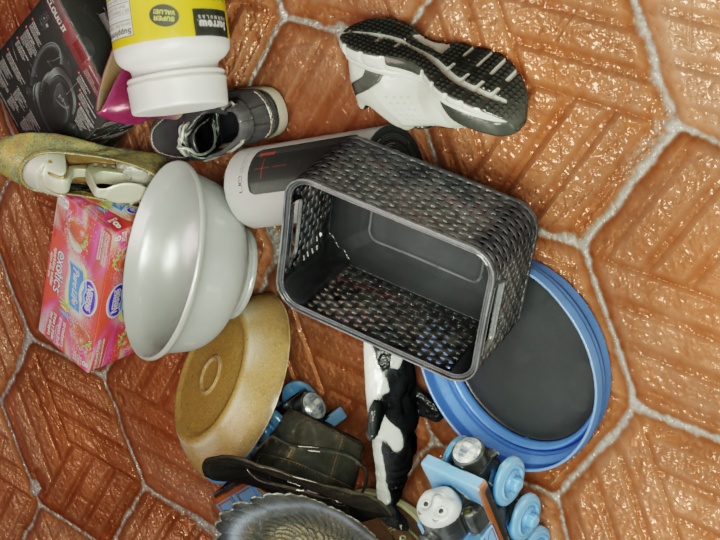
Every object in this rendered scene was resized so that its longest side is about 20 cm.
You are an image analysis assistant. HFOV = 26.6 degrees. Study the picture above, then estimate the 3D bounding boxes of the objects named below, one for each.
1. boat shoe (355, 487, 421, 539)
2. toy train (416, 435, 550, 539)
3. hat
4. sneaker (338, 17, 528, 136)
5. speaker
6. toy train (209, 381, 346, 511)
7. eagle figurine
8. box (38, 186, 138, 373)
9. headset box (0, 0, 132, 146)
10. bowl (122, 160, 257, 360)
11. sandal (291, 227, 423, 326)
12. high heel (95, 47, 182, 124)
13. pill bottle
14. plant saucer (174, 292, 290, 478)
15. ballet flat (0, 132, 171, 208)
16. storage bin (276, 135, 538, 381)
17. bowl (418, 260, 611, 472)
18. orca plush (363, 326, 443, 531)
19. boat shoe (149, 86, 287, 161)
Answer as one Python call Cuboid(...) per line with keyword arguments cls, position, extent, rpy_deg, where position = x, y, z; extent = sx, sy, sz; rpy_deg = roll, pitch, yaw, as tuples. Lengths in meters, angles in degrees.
Cuboid(cls="boat shoe", position=(0.045, 0.287, 1.524), extent=(0.201, 0.075, 0.075), rpy_deg=(28, 125, 33))
Cuboid(cls="toy train", position=(0.107, 0.240, 1.387), extent=(0.086, 0.114, 0.201), rpy_deg=(18, 146, 37))
Cuboid(cls="hat", position=(-0.053, 0.177, 1.446), extent=(0.199, 0.200, 0.082), rpy_deg=(-1, 68, 44))
Cuboid(cls="sneaker", position=(0.067, -0.155, 1.324), extent=(0.199, 0.073, 0.081), rpy_deg=(30, 141, 37))
Cuboid(cls="speaker", position=(-0.038, -0.086, 1.437), extent=(0.199, 0.081, 0.082), rpy_deg=(-3, 106, 45))
Cuboid(cls="toy train", position=(-0.087, 0.198, 1.600), extent=(0.200, 0.087, 0.115), rpy_deg=(-36, 90, 42))
Cuboid(cls="eagle figurine", position=(-0.033, 0.276, 1.441), extent=(0.200, 0.151, 0.152), rpy_deg=(43, 124, 13))
Cuboid(cls="box", position=(-0.283, 0.000, 1.696), extent=(0.095, 0.099, 0.201), rpy_deg=(37, 129, 27))
Cuboid(cls="headset box", position=(-0.305, -0.210, 1.641), extent=(0.200, 0.077, 0.150), rpy_deg=(-35, 83, 45))
Cuboid(cls="bowl", position=(-0.164, -0.004, 1.542), extent=(0.201, 0.090, 0.203), rpy_deg=(-26, 59, 55))
Cuboid(cls="sandal", position=(0.000, 0.000, 1.440), extent=(0.055, 0.082, 0.200), rpy_deg=(-57, 39, -1))
Cuboid(cls="high heel", position=(-0.241, -0.243, 1.531), extent=(0.067, 0.095, 0.202), rpy_deg=(-17, 81, 47))
Cuboid(cls="pill bottle", position=(-0.185, -0.254, 1.455), extent=(0.114, 0.114, 0.202), rpy_deg=(-6, 92, 45))
Cuboid(cls="plant saucer", position=(-0.141, 0.112, 1.567), extent=(0.200, 0.035, 0.202), rpy_deg=(-39, 38, 40))
Cuboid(cls="ballet flat", position=(-0.291, -0.101, 1.599), extent=(0.071, 0.198, 0.071), rpy_deg=(-173, 90, -77))
Cuboid(cls="storage bin", position=(0.038, -0.012, 1.297), extent=(0.199, 0.094, 0.136), rpy_deg=(24, 129, 21))
Cuboid(cls="bowl", position=(0.138, 0.080, 1.369), extent=(0.199, 0.039, 0.203), rpy_deg=(20, 121, 37))
Cuboid(cls="orca plush", position=(0.045, 0.151, 1.468), extent=(0.070, 0.105, 0.202), rpy_deg=(-2, 94, 7))
Cuboid(cls="boat shoe", position=(-0.160, -0.146, 1.539), extent=(0.199, 0.062, 0.073), rpy_deg=(-6, 104, 45))
